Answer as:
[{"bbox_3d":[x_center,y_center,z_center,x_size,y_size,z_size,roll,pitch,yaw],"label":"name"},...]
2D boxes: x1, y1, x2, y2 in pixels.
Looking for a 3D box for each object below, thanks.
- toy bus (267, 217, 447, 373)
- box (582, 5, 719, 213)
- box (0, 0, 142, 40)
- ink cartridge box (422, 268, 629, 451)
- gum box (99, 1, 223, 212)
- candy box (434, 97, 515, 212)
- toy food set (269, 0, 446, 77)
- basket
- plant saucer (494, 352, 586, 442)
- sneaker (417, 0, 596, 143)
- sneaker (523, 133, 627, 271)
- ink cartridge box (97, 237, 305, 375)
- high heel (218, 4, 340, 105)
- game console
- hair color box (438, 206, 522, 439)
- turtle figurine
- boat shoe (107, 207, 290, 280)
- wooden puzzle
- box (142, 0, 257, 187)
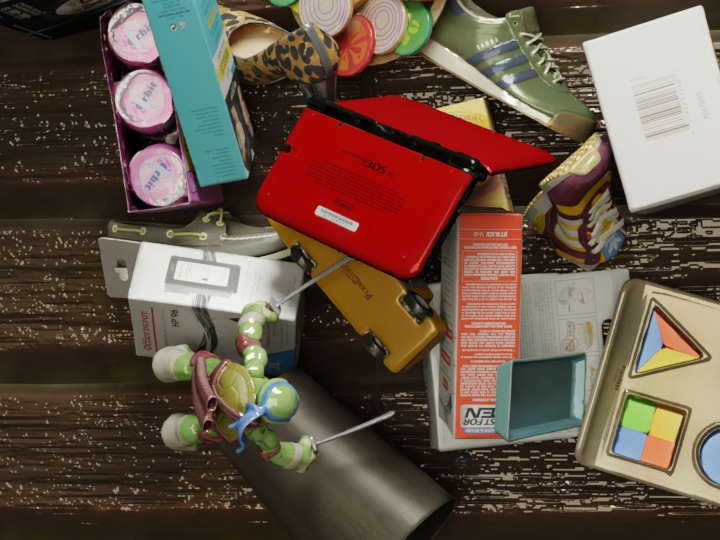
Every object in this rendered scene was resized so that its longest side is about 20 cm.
[{"bbox_3d":[0.000,0.000,1.512,0.065,0.078,0.200,-45,74,16],"label":"toy bus"},{"bbox_3d":[0.275,-0.136,1.459,0.106,0.200,0.153,-16,88,13],"label":"box"},{"bbox_3d":[-0.270,-0.290,1.567,0.163,0.200,0.086,-13,88,11],"label":"box"},{"bbox_3d":[0.160,0.085,1.581,0.199,0.057,0.163,-5,91,-9],"label":"ink cartridge box"},{"bbox_3d":[-0.192,-0.159,1.600,0.066,0.113,0.201,-9,90,12],"label":"gum box"},{"bbox_3d":[0.039,-0.087,1.584,0.199,0.056,0.117,-12,90,11],"label":"candy box"},{"bbox_3d":[0.003,-0.287,1.558,0.200,0.049,0.198,40,115,23],"label":"toy food set"},{"bbox_3d":[-0.028,0.202,1.567,0.200,0.180,0.136,44,58,16],"label":"basket"},{"bbox_3d":[0.162,0.111,1.473,0.019,0.200,0.070,3,90,27],"label":"plant saucer"},{"bbox_3d":[0.147,-0.204,1.550,0.200,0.067,0.090,31,103,12],"label":"sneaker"},{"bbox_3d":[0.208,-0.056,1.482,0.075,0.200,0.090,-41,83,-8],"label":"sneaker"},{"bbox_3d":[-0.156,0.036,1.576,0.199,0.116,0.068,8,58,2],"label":"ink cartridge box"},{"bbox_3d":[-0.088,-0.228,1.551,0.071,0.143,0.200,-38,63,-19],"label":"high heel"},{"bbox_3d":[0.039,-0.078,1.459,0.200,0.119,0.173,25,84,37],"label":"game console"},{"bbox_3d":[0.108,0.045,1.491,0.064,0.111,0.201,1,96,-5],"label":"hair color box"},{"bbox_3d":[-0.086,0.107,1.480,0.194,0.200,0.144,-6,126,47],"label":"turtle figurine"},{"bbox_3d":[-0.157,-0.029,1.618,0.201,0.072,0.060,-6,96,16],"label":"boat shoe"},{"bbox_3d":[0.317,0.121,1.529,0.200,0.046,0.186,16,94,5],"label":"wooden puzzle"},{"bbox_3d":[-0.148,-0.186,1.535,0.049,0.082,0.200,-10,120,10],"label":"box"}]
